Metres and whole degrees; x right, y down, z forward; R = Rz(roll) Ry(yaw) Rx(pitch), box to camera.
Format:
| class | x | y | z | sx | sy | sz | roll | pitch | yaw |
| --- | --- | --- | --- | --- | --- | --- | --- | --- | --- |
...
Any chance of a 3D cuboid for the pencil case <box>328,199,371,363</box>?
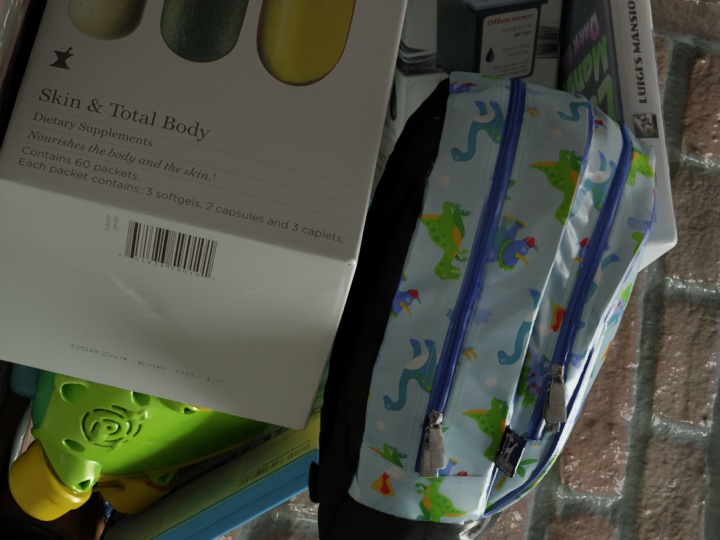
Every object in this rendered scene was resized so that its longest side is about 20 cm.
| class | x | y | z | sx | sy | sz | roll | pitch | yaw |
| --- | --- | --- | --- | --- | --- | --- | --- | --- | --- |
| pencil case | 0.000 | 0.000 | 1.163 | 0.093 | 0.085 | 0.200 | -57 | -155 | 6 |

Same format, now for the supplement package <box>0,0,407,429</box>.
| class | x | y | z | sx | sy | sz | roll | pitch | yaw |
| --- | --- | --- | --- | --- | --- | --- | --- | --- | --- |
| supplement package | -0.068 | -0.065 | 0.955 | 0.151 | 0.150 | 0.201 | 108 | -6 | -58 |

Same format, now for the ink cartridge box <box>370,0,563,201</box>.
| class | x | y | z | sx | sy | sz | roll | pitch | yaw |
| --- | --- | --- | --- | --- | --- | --- | --- | --- | --- |
| ink cartridge box | 0.044 | -0.135 | 1.092 | 0.147 | 0.085 | 0.202 | -122 | -150 | -65 |

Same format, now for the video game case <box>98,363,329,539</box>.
| class | x | y | z | sx | sy | sz | roll | pitch | yaw |
| --- | --- | --- | --- | --- | --- | --- | --- | --- | --- |
| video game case | -0.073 | 0.105 | 1.186 | 0.018 | 0.142 | 0.200 | 58 | 10 | -11 |

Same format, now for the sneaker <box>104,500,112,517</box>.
| class | x | y | z | sx | sy | sz | roll | pitch | yaw |
| --- | --- | --- | --- | --- | --- | --- | --- | --- | --- |
| sneaker | -0.169 | 0.120 | 1.373 | 0.078 | 0.070 | 0.201 | -83 | -167 | -46 |

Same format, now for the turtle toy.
| class | x | y | z | sx | sy | sz | roll | pitch | yaw |
| --- | --- | --- | --- | --- | --- | --- | --- | --- | --- |
| turtle toy | -0.101 | 0.051 | 1.121 | 0.145 | 0.102 | 0.200 | -35 | 163 | 21 |

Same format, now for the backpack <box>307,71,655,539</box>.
| class | x | y | z | sx | sy | sz | roll | pitch | yaw |
| --- | --- | --- | --- | --- | --- | --- | --- | --- | --- |
| backpack | 0.052 | 0.010 | 0.954 | 0.163 | 0.152 | 0.202 | -67 | 159 | -60 |

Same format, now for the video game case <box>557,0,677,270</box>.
| class | x | y | z | sx | sy | sz | roll | pitch | yaw |
| --- | --- | --- | --- | --- | --- | --- | --- | --- | --- |
| video game case | 0.103 | -0.075 | 1.074 | 0.200 | 0.023 | 0.184 | 132 | -46 | -71 |

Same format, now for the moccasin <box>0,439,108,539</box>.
| class | x | y | z | sx | sy | sz | roll | pitch | yaw |
| --- | --- | --- | --- | --- | --- | --- | --- | --- | --- |
| moccasin | -0.173 | 0.157 | 1.231 | 0.202 | 0.073 | 0.078 | 89 | 18 | -54 |
